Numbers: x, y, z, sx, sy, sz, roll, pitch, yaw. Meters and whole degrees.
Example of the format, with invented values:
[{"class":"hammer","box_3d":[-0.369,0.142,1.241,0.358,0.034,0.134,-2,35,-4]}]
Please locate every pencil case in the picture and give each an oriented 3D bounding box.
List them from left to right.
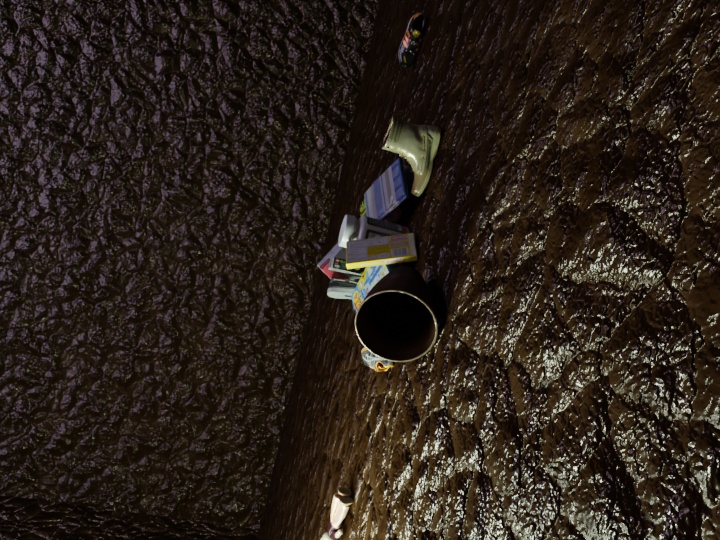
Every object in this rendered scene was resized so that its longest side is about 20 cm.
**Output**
[{"class":"pencil case","box_3d":[0.080,-0.104,1.742,0.083,0.085,0.203,35,-115,-77]}]

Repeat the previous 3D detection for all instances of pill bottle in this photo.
[{"class":"pill bottle","box_3d":[0.040,-0.098,1.629,0.114,0.197,0.115,-167,90,-79]}]

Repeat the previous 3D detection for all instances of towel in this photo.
[{"class":"towel","box_3d":[0.078,-0.232,1.671,0.200,0.024,0.149,-41,48,46]}]

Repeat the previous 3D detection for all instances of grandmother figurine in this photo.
[{"class":"grandmother figurine","box_3d":[-0.076,0.752,1.627,0.121,0.060,0.202,-86,13,-76]}]

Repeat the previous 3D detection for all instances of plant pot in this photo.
[{"class":"plant pot","box_3d":[0.096,0.079,1.280,0.201,0.185,0.189,-68,-3,-60]}]

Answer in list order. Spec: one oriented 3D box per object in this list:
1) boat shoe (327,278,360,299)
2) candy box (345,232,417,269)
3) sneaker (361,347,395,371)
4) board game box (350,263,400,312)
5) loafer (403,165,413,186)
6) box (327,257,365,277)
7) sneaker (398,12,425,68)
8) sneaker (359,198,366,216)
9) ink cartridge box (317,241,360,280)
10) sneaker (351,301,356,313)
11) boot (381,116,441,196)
[{"class":"boat shoe","box_3d":[-0.008,0.055,1.725,0.071,0.197,0.064,71,-154,-63]},{"class":"candy box","box_3d":[0.058,-0.055,1.522,0.103,0.197,0.027,-89,-9,-50]},{"class":"sneaker","box_3d":[0.051,0.248,1.520,0.200,0.077,0.078,119,148,-66]},{"class":"board game box","box_3d":[0.057,0.071,1.550,0.197,0.055,0.201,-63,31,30]},{"class":"loafer","box_3d":[0.125,-0.294,1.762,0.200,0.069,0.071,131,142,-69]},{"class":"box","box_3d":[0.000,0.000,1.718,0.110,0.197,0.035,169,114,-78]},{"class":"sneaker","box_3d":[0.197,-0.874,2.052,0.090,0.069,0.203,-113,39,-77]},{"class":"sneaker","box_3d":[0.069,-0.229,1.802,0.199,0.083,0.075,-26,66,59]},{"class":"ink cartridge box","box_3d":[-0.025,-0.036,1.847,0.200,0.145,0.145,-48,12,-2]},{"class":"sneaker","box_3d":[0.012,0.111,1.875,0.200,0.073,0.089,151,128,-79]},{"class":"boot","box_3d":[0.131,-0.320,1.535,0.073,0.153,0.202,-108,30,-67]}]
